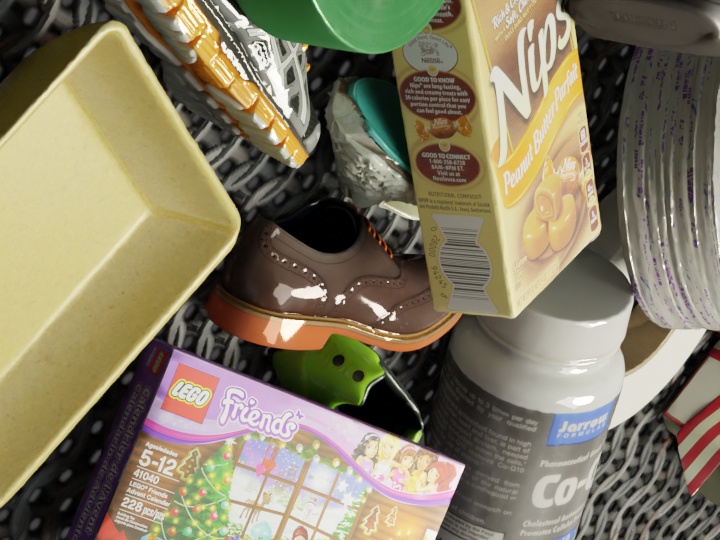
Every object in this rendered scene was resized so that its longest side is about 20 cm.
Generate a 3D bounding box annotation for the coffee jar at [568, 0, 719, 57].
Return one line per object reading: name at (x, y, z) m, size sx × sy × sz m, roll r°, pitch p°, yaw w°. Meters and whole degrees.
coffee jar at (0.179, -0.217, 1.394) m, size 0.085 × 0.104 × 0.201 m, roll 26°, pitch 76°, yaw -67°

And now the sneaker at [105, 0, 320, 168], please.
sneaker at (-0.058, -0.117, 1.239) m, size 0.077 × 0.078 × 0.200 m, roll -56°, pitch 151°, yaw -13°

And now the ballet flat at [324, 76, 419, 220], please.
ballet flat at (0.027, -0.055, 1.437) m, size 0.200 × 0.072 × 0.072 m, roll 16°, pitch 106°, yaw -57°

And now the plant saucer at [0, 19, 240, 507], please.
plant saucer at (-0.162, -0.006, 1.222) m, size 0.200 × 0.048 × 0.200 m, roll -49°, pitch 150°, yaw -12°

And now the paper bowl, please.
paper bowl at (0.237, -0.063, 1.611) m, size 0.200 × 0.104 × 0.202 m, roll 0°, pitch 90°, yaw -65°

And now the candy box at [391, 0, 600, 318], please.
candy box at (0.072, -0.089, 1.386) m, size 0.115 × 0.055 × 0.201 m, roll -42°, pitch 130°, yaw -50°

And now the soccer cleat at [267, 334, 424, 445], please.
soccer cleat at (0.007, 0.094, 1.531) m, size 0.068 × 0.081 × 0.200 m, roll -50°, pitch 150°, yaw -10°

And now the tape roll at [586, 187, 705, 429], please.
tape roll at (0.185, 0.020, 1.764) m, size 0.202 × 0.037 × 0.203 m, roll -36°, pitch 145°, yaw -30°

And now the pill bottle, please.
pill bottle at (0.103, 0.087, 1.632) m, size 0.113 × 0.114 × 0.201 m, roll -23°, pitch 137°, yaw -43°

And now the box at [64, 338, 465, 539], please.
box at (-0.053, 0.134, 1.412) m, size 0.199 × 0.039 × 0.138 m, roll 23°, pitch 89°, yaw -29°

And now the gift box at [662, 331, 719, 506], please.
gift box at (0.345, 0.129, 1.959) m, size 0.200 × 0.184 × 0.187 m, roll -54°, pitch 153°, yaw -15°

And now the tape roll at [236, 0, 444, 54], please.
tape roll at (-0.001, -0.203, 1.198) m, size 0.200 × 0.048 × 0.202 m, roll -33°, pitch 128°, yaw -56°

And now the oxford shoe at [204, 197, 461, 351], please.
oxford shoe at (0.000, 0.000, 1.444) m, size 0.200 × 0.071 × 0.073 m, roll -4°, pitch 118°, yaw -54°
